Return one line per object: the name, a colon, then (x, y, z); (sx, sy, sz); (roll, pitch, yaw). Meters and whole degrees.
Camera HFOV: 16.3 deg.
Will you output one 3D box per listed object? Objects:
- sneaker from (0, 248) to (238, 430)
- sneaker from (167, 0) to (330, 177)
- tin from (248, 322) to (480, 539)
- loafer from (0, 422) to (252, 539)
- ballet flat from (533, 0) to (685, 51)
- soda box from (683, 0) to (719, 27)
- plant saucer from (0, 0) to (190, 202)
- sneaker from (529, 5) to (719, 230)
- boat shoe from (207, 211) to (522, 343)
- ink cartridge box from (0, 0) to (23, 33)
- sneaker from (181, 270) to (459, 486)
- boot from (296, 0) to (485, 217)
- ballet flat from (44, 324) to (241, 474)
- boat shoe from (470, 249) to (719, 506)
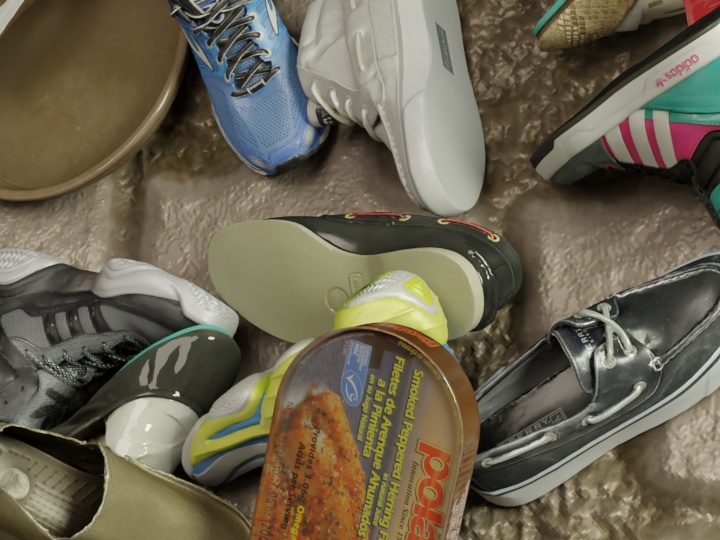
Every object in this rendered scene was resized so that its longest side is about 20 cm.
sneaker: (-0.166, 0.054, 1.536); (0.200, 0.075, 0.114); (7, 73, 36)
sneaker: (-0.084, -0.148, 1.574); (0.078, 0.089, 0.200); (-30, 68, 13)
tin: (0.002, 0.126, 1.362); (0.112, 0.042, 0.201); (19, 105, 25)
loafer: (-0.143, 0.140, 1.413); (0.067, 0.199, 0.076); (140, 147, -67)
ballet flat: (0.184, -0.190, 1.462); (0.065, 0.071, 0.200); (41, 106, 3)
soda box: (0.282, -0.161, 1.396); (0.199, 0.063, 0.070); (-19, 57, 20)
plant saucer: (-0.195, -0.131, 1.677); (0.200, 0.029, 0.201); (-13, 59, 23)
sneaker: (0.185, -0.062, 1.390); (0.084, 0.121, 0.200); (-40, 3, -33)
boat shoe: (0.000, 0.003, 1.473); (0.201, 0.063, 0.074); (5, 109, 35)
ink cartridge box: (-0.267, -0.212, 1.739); (0.200, 0.057, 0.163); (26, 79, 40)
sneaker: (-0.016, 0.091, 1.425); (0.200, 0.076, 0.105); (-41, 81, 35)
boot: (0.014, -0.100, 1.521); (0.095, 0.074, 0.200); (-25, 46, 24)
ballet flat: (-0.147, 0.109, 1.493); (0.200, 0.068, 0.069); (-34, 41, 24)
boat shoe: (0.130, 0.050, 1.366); (0.200, 0.068, 0.072); (-34, 53, 10)
